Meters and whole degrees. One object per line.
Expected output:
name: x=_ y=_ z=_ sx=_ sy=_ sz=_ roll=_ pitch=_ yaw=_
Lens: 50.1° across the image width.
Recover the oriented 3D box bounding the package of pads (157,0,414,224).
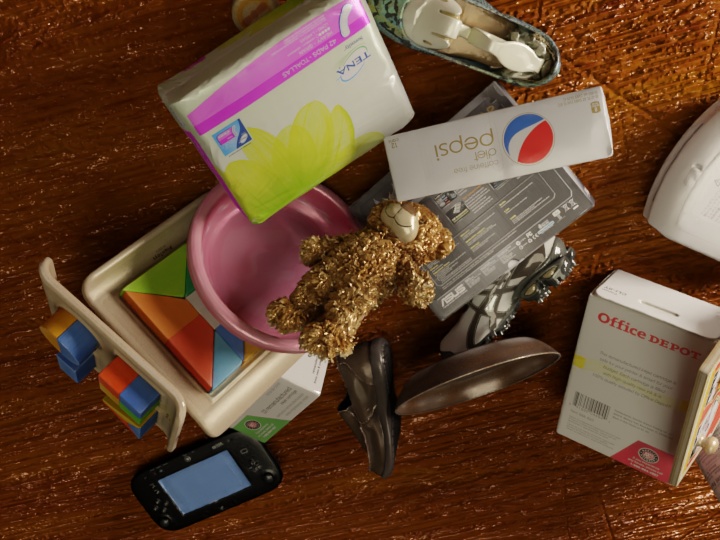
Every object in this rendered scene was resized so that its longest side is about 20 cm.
package of pads: x=-0.060 y=-0.154 z=0.715 sx=0.200 sy=0.068 sz=0.155 roll=-35 pitch=130 yaw=-5

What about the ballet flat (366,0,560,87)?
ballet flat: x=0.102 y=-0.225 z=0.725 sx=0.199 sy=0.074 sz=0.074 roll=15 pitch=119 yaw=-10

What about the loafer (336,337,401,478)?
loafer: x=0.009 y=0.169 z=0.957 sx=0.071 sy=0.073 sz=0.201 roll=-1 pitch=116 yaw=11

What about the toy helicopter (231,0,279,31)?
toy helicopter: x=-0.067 y=-0.302 z=0.687 sx=0.132 sy=0.079 sz=0.200 roll=9 pitch=131 yaw=-17

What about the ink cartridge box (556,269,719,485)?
ink cartridge box: x=0.324 y=0.120 z=0.884 sx=0.145 sy=0.083 sz=0.201 roll=23 pitch=125 yaw=29

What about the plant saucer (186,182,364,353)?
plant saucer: x=-0.082 y=-0.007 z=0.791 sx=0.200 sy=0.201 sz=0.051 roll=24 pitch=148 yaw=-15

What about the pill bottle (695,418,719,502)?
pill bottle: x=0.464 y=0.228 z=0.905 sx=0.114 sy=0.201 sz=0.115 roll=-13 pitch=144 yaw=-10

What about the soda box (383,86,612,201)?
soda box: x=0.128 y=-0.116 z=0.718 sx=0.199 sy=0.068 sz=0.064 roll=-11 pitch=98 yaw=17

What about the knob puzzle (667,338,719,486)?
knob puzzle: x=0.398 y=0.116 z=0.820 sx=0.030 sy=0.219 sz=0.221 roll=25 pitch=127 yaw=34

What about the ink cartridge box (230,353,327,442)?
ink cartridge box: x=-0.156 y=0.097 z=0.873 sx=0.199 sy=0.084 sz=0.145 roll=29 pitch=135 yaw=-17

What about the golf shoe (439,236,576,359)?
golf shoe: x=0.147 y=0.021 z=0.876 sx=0.094 sy=0.078 sz=0.200 roll=44 pitch=114 yaw=2

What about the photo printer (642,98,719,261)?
photo printer: x=0.413 y=-0.084 z=0.812 sx=0.199 sy=0.070 sz=0.167 roll=21 pitch=118 yaw=-12

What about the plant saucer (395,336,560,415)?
plant saucer: x=0.130 y=0.120 z=0.889 sx=0.199 sy=0.032 sz=0.200 roll=-16 pitch=160 yaw=-6

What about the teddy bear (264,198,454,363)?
teddy bear: x=0.000 y=0.000 z=0.721 sx=0.199 sy=0.145 sz=0.067 roll=-31 pitch=129 yaw=-10

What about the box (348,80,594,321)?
box: x=0.112 y=-0.069 z=0.796 sx=0.200 sy=0.048 sz=0.159 roll=-40 pitch=90 yaw=19

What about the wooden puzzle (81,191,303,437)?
wooden puzzle: x=-0.148 y=0.036 z=0.784 sx=0.200 sy=0.185 sz=0.037 roll=50 pitch=145 yaw=-3

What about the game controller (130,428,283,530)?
game controller: x=-0.205 y=0.276 z=1.022 sx=0.199 sy=0.042 sz=0.105 roll=-26 pitch=117 yaw=12

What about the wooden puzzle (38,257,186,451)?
wooden puzzle: x=-0.255 y=0.099 z=0.768 sx=0.200 sy=0.046 sz=0.185 roll=46 pitch=154 yaw=4
